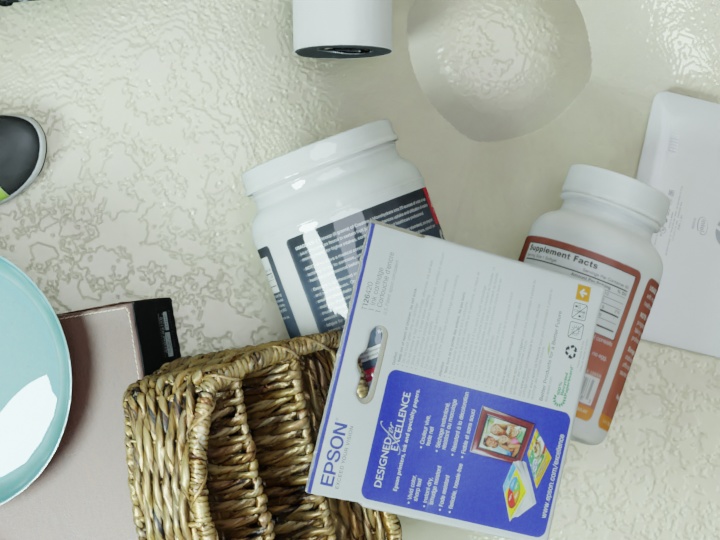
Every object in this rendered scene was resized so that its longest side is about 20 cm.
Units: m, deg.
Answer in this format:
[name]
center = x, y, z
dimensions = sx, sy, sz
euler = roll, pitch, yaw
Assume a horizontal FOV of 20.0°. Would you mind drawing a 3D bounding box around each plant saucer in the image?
[plant saucer]
center = -0.299, 0.079, 1.502
dimensions = 0.198, 0.027, 0.202
euler = 1, 92, 16

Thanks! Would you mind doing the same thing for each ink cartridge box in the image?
[ink cartridge box]
center = 0.065, 0.082, 1.476
dimensions = 0.198, 0.047, 0.199
euler = 15, 87, -21

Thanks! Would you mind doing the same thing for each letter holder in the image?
[letter holder]
center = -0.205, 0.132, 1.543
dimensions = 0.141, 0.101, 0.202
euler = -10, 89, 12

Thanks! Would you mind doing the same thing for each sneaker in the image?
[sneaker]
center = -0.330, -0.073, 1.539
dimensions = 0.198, 0.083, 0.072
euler = -15, 90, -14

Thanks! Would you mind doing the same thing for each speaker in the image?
[speaker]
center = -0.015, -0.266, 1.595
dimensions = 0.080, 0.081, 0.202
euler = -1, 88, -8

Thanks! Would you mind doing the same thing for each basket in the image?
[basket]
center = -0.071, 0.156, 1.458
dimensions = 0.148, 0.143, 0.202
euler = -9, 96, 23

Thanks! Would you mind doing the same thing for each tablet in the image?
[tablet]
center = 0.280, -0.035, 1.660
dimensions = 0.129, 0.014, 0.202
euler = 13, 86, -7

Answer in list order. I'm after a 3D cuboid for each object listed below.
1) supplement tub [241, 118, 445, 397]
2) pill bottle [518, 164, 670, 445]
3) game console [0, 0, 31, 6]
[supplement tub]
center = 0.000, 0.000, 1.556
dimensions = 0.139, 0.140, 0.202
euler = -20, 91, -8
[pill bottle]
center = 0.169, 0.025, 1.593
dimensions = 0.111, 0.112, 0.202
euler = 21, 85, -6
[game console]
center = -0.280, -0.310, 1.543
dimensions = 0.174, 0.116, 0.202
euler = 9, 86, -8
